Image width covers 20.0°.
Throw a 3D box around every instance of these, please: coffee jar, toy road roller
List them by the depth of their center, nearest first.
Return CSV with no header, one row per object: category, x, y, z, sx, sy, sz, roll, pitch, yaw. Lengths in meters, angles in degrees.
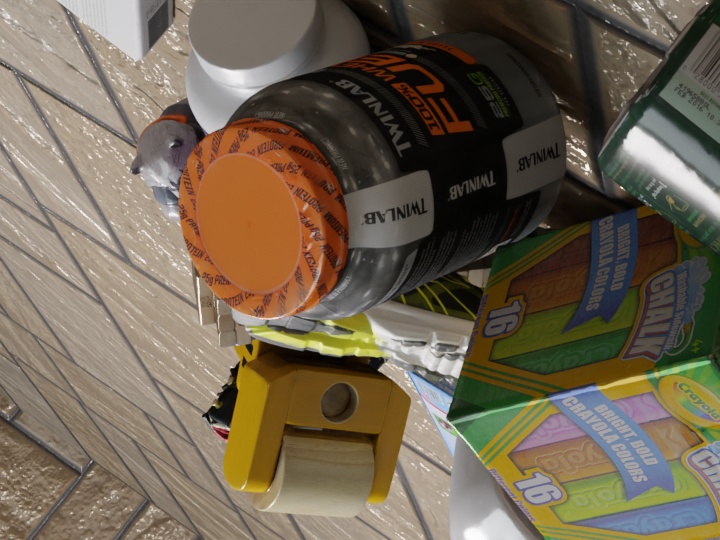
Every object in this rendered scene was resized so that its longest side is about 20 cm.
coffee jar,0.208,-0.027,0.907,0.200,0.085,0.104,39,162,4
toy road roller,-0.042,0.077,1.564,0.122,0.202,0.146,8,-172,-28

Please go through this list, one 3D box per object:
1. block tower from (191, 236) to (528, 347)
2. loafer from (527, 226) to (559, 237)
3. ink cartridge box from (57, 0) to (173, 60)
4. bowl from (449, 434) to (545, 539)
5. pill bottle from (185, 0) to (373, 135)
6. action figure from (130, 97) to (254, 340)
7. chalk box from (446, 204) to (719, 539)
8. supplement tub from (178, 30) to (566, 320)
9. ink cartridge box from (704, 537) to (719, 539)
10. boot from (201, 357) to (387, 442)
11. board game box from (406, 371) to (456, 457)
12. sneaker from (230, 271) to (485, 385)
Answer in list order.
block tower,0.000,0.000,1.219,0.058,0.198,0.054,93,168,-56
loafer,0.139,0.008,1.198,0.062,0.073,0.200,0,177,-19
ink cartridge box,-0.201,-0.235,1.327,0.173,0.044,0.200,38,164,6
bowl,0.132,0.165,1.405,0.074,0.200,0.200,-34,113,27
pill bottle,-0.036,-0.092,1.223,0.112,0.113,0.200,29,162,30
action figure,-0.095,-0.036,1.366,0.104,0.202,0.193,-4,158,23
chalk box,0.165,0.047,1.006,0.199,0.125,0.124,-18,126,35
supplement tub,0.007,-0.048,1.050,0.122,0.199,0.124,14,114,35
ink cartridge box,0.256,0.116,1.080,0.084,0.145,0.200,39,165,-8
boot,-0.088,0.054,1.661,0.203,0.154,0.074,38,164,2
board game box,0.126,0.150,1.663,0.151,0.037,0.200,30,161,31
sneaker,0.029,0.008,1.148,0.198,0.085,0.074,13,160,-11
